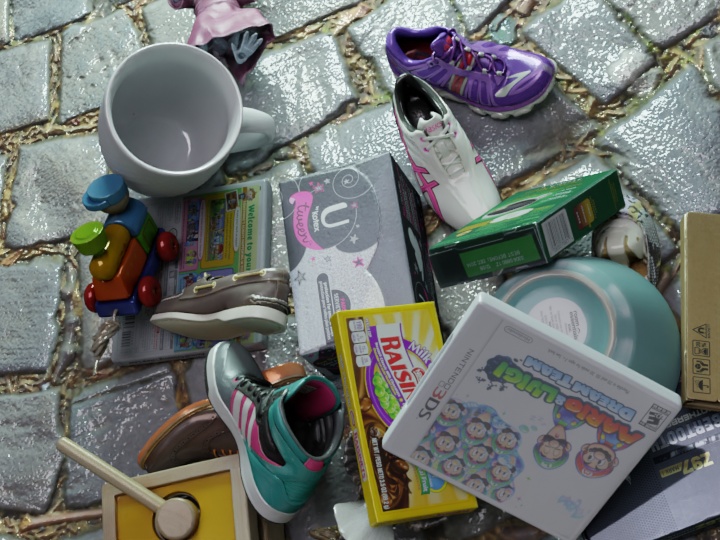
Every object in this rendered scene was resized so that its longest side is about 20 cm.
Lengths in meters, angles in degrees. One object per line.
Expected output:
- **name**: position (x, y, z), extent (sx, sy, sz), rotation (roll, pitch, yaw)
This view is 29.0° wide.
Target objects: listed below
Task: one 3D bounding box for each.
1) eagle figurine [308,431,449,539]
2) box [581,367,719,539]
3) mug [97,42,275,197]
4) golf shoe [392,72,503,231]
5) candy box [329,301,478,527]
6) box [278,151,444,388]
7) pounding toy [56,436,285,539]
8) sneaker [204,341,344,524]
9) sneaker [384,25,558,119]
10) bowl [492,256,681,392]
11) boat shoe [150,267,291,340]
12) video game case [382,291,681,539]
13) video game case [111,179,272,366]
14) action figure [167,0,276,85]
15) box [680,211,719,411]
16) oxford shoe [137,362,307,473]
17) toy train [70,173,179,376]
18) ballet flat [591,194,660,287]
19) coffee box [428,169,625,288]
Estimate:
- **eagle figurine**: position (0.040, 0.194, 1.331), extent (0.200, 0.152, 0.151), rotation (-55, 41, -3)
- **box**: position (0.284, 0.168, 1.293), extent (0.199, 0.051, 0.158), rotation (-22, 63, 11)
- **mug**: position (-0.193, -0.154, 1.544), extent (0.199, 0.175, 0.148), rotation (-2, 80, -16)
- **golf shoe**: position (0.084, -0.120, 1.470), extent (0.072, 0.092, 0.200), rotation (-31, 62, 3)
- **candy box**: position (0.040, 0.130, 1.284), extent (0.102, 0.026, 0.201), rotation (-5, 71, -21)
- **box**: position (0.000, 0.000, 1.434), extent (0.132, 0.115, 0.201), rotation (-15, 63, 13)
- **pounding toy**: position (-0.184, 0.260, 1.373), extent (0.183, 0.142, 0.201), rotation (-14, 63, 14)
- **sneaker**: position (-0.080, 0.127, 1.335), extent (0.121, 0.083, 0.200), rotation (-47, 54, 32)
- **sneaker**: position (0.114, -0.222, 1.507), extent (0.199, 0.083, 0.081), rotation (12, 72, 23)
- **bowl**: position (0.186, 0.070, 1.273), extent (0.200, 0.105, 0.202), rotation (-6, 73, 20)
- **boat shoe**: position (-0.145, 0.034, 1.446), extent (0.200, 0.072, 0.060), rotation (-7, 66, 47)
- **video game case**: position (0.146, 0.133, 1.213), extent (0.199, 0.024, 0.182), rotation (27, 120, -6)
- **video game case**: position (-0.188, 0.002, 1.556), extent (0.181, 0.022, 0.201), rotation (-8, 64, 17)
- **action figure**: position (-0.161, -0.299, 1.653), extent (0.133, 0.149, 0.200), rotation (-4, 42, -13)
- **box**: position (0.380, 0.042, 1.290), extent (0.163, 0.021, 0.201), rotation (6, 60, 2)
- **oxford shoe**: position (-0.137, 0.170, 1.437), extent (0.199, 0.071, 0.073), rotation (-29, 65, 6)
- **toy train**: position (-0.271, -0.001, 1.478), extent (0.084, 0.116, 0.200), rotation (-6, 42, 21)
- **ballet flat**: position (0.258, 0.007, 1.363), extent (0.072, 0.072, 0.201), rotation (-4, 66, 19)
- **coffee box**: position (0.165, -0.042, 1.340), extent (0.123, 0.200, 0.044), rotation (-14, 100, 34)
